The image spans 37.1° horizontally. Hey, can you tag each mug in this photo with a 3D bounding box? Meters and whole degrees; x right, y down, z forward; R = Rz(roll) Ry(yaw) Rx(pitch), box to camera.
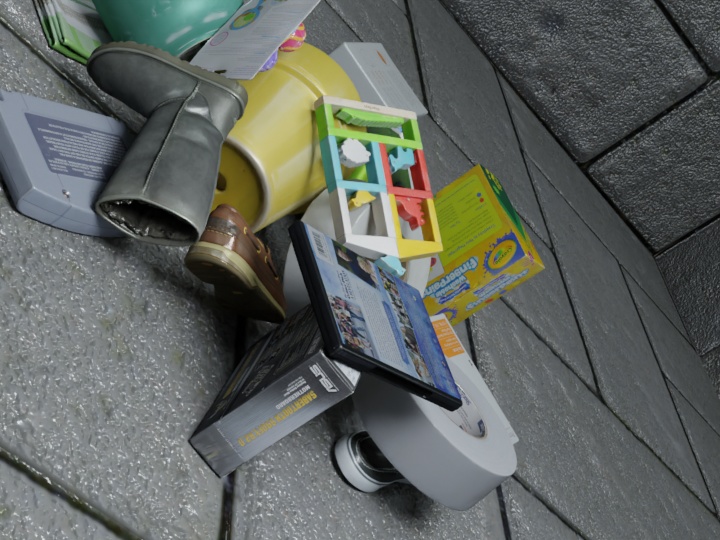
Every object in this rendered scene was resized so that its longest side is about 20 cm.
[{"bbox_3d":[-0.199,-0.295,1.216,0.185,0.152,0.115,-27,85,-51],"label":"mug"}]

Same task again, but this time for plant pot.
[{"bbox_3d":[-0.118,-0.135,1.197,0.201,0.201,0.189,51,37,-10],"label":"plant pot"}]

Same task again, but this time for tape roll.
[{"bbox_3d":[0.080,0.162,1.177,0.200,0.066,0.200,41,17,-16],"label":"tape roll"},{"bbox_3d":[0.000,0.000,1.227,0.071,0.203,0.202,16,-1,32],"label":"tape roll"}]

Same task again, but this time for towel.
[{"bbox_3d":[-0.316,-0.308,1.225,0.149,0.031,0.200,18,42,-57],"label":"towel"}]

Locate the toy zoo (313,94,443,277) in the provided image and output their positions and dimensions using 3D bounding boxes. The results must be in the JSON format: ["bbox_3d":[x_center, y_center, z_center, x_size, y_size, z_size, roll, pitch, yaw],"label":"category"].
[{"bbox_3d":[0.022,-0.086,1.150,0.131,0.020,0.200,3,68,-37],"label":"toy zoo"}]

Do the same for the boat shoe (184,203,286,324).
[{"bbox_3d":[-0.112,-0.001,1.068,0.200,0.072,0.068,63,41,-65],"label":"boat shoe"}]

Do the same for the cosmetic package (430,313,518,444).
[{"bbox_3d":[0.116,0.160,1.405,0.200,0.071,0.101,60,21,10],"label":"cosmetic package"}]

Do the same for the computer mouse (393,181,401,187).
[{"bbox_3d":[-0.004,-0.125,1.542,0.200,0.046,0.141,37,-30,25],"label":"computer mouse"}]

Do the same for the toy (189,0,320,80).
[{"bbox_3d":[-0.090,-0.259,1.147,0.200,0.115,0.047,-57,133,-24],"label":"toy"}]

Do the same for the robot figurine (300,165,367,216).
[{"bbox_3d":[-0.018,-0.083,1.413,0.200,0.115,0.176,62,-9,19],"label":"robot figurine"}]

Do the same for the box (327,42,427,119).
[{"bbox_3d":[0.007,-0.287,1.785,0.152,0.106,0.200,56,21,2],"label":"box"}]

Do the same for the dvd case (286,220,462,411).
[{"bbox_3d":[0.016,0.045,0.991,0.200,0.018,0.143,30,32,-48],"label":"dvd case"}]

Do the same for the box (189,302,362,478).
[{"bbox_3d":[-0.060,0.090,1.006,0.048,0.158,0.200,50,21,-10],"label":"box"}]

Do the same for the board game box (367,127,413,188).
[{"bbox_3d":[0.027,-0.156,1.518,0.200,0.026,0.200,42,-24,42],"label":"board game box"}]

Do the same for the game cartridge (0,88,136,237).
[{"bbox_3d":[-0.265,-0.095,1.013,0.133,0.041,0.200,58,21,18],"label":"game cartridge"}]

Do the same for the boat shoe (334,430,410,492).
[{"bbox_3d":[0.041,0.203,1.197,0.200,0.057,0.069,16,44,-59],"label":"boat shoe"}]

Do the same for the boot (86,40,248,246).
[{"bbox_3d":[-0.209,-0.122,1.026,0.181,0.073,0.200,15,55,5],"label":"boot"}]

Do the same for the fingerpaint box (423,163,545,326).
[{"bbox_3d":[0.139,-0.025,1.550,0.073,0.200,0.167,25,36,-54],"label":"fingerpaint box"}]
